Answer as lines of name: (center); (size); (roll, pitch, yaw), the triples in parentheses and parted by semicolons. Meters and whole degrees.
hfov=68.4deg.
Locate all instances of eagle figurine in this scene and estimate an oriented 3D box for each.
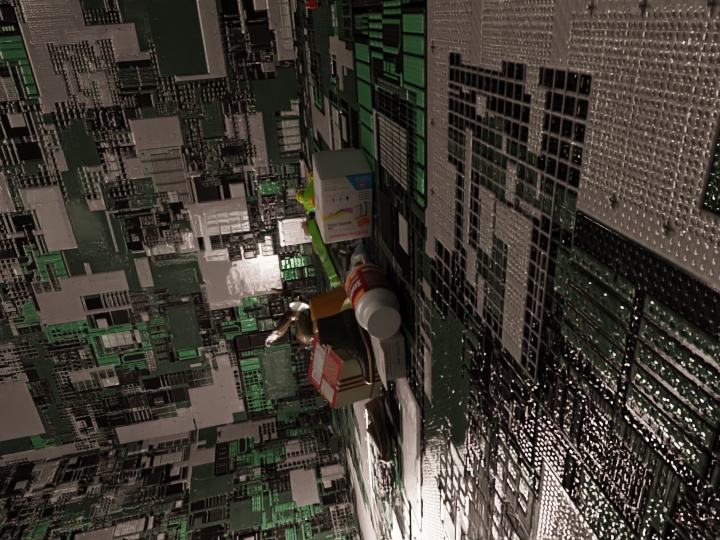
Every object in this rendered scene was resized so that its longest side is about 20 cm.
eagle figurine: (-0.227, 0.169, 1.780); (0.150, 0.149, 0.205); (5, -87, -63)

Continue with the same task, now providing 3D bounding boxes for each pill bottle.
pill bottle: (0.033, 0.075, 1.300); (0.201, 0.110, 0.115); (-116, 20, -61)

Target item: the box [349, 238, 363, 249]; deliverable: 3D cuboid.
box: (-0.030, -0.163, 1.712); (0.039, 0.041, 0.203); (97, 163, -58)

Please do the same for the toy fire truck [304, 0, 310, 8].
toy fire truck: (-0.184, -1.053, 1.870); (0.202, 0.048, 0.143); (90, 168, -45)

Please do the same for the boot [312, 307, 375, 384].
boot: (-0.040, 0.205, 1.376); (0.078, 0.135, 0.204); (102, 155, -72)

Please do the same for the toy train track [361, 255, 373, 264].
toy train track: (0.036, 0.026, 1.506); (0.201, 0.032, 0.117); (89, 163, -66)

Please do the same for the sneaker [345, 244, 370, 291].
sneaker: (0.000, 0.000, 1.618); (0.201, 0.076, 0.088); (107, 166, -54)

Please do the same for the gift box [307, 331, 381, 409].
gift box: (-0.036, 0.279, 1.546); (0.184, 0.184, 0.203); (41, 128, 43)

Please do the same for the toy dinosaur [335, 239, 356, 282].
toy dinosaur: (-0.047, -0.061, 1.609); (0.088, 0.047, 0.202); (-46, 34, 34)

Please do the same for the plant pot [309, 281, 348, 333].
plant pot: (-0.077, 0.144, 1.814); (0.200, 0.179, 0.205); (172, 90, -81)

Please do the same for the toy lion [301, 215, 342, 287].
toy lion: (-0.112, -0.047, 1.695); (0.201, 0.068, 0.194); (66, -178, -62)

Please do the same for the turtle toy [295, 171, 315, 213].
turtle toy: (-0.116, -0.268, 1.735); (0.202, 0.101, 0.145); (-57, 33, -4)

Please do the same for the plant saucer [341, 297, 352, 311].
plant saucer: (0.002, 0.179, 1.654); (0.199, 0.031, 0.204); (25, 120, 52)

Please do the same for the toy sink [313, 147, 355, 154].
toy sink: (-0.067, -0.249, 1.591); (0.113, 0.128, 0.203); (-110, 14, -51)

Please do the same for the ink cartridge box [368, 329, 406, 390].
ink cartridge box: (0.067, 0.192, 1.325); (0.201, 0.066, 0.119); (-115, 17, -63)

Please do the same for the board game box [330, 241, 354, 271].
board game box: (-0.066, -0.121, 1.792); (0.148, 0.063, 0.203); (66, -172, -54)

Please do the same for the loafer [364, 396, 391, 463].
loafer: (0.051, 0.508, 1.683); (0.073, 0.069, 0.204); (114, 147, -73)

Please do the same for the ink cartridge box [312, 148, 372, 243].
ink cartridge box: (-0.049, -0.205, 1.462); (0.146, 0.144, 0.203); (-110, 14, -49)
